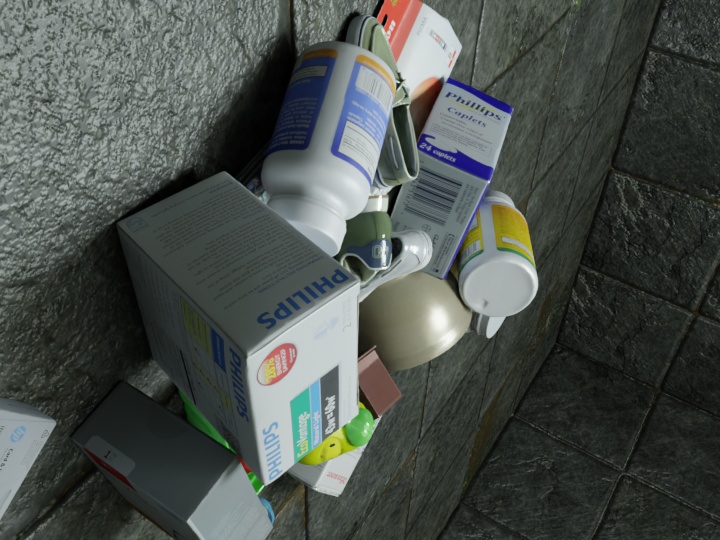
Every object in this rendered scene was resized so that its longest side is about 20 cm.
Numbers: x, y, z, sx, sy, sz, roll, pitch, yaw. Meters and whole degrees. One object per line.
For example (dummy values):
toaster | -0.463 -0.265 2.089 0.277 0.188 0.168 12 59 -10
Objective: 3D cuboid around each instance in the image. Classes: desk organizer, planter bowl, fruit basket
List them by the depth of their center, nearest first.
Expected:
fruit basket | -0.095 0.187 0.914 0.156 0.215 0.216 -49 153 -35
desk organizer | -0.046 0.185 1.042 0.200 0.077 0.072 -33 178 36
planter bowl | 0.049 0.033 1.128 0.200 0.199 0.135 -46 124 -39

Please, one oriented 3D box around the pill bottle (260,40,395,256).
pill bottle | -0.037 -0.120 0.779 0.112 0.111 0.201 62 40 -63

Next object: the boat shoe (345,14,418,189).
boat shoe | 0.031 -0.197 0.892 0.072 0.062 0.201 -23 107 -54

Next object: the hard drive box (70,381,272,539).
hard drive box | -0.188 0.224 0.801 0.077 0.155 0.201 -51 153 -28

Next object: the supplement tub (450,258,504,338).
supplement tub | 0.151 0.016 1.288 0.145 0.199 0.146 -48 152 -35

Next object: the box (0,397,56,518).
box | -0.334 0.159 0.556 0.157 0.041 0.200 -62 157 -8

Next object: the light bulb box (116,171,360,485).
light bulb box | -0.108 0.052 0.716 0.125 0.200 0.199 -32 144 -29

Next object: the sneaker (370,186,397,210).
sneaker | 0.006 -0.096 0.993 0.200 0.075 0.082 -32 141 -63

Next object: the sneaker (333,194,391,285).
sneaker | -0.016 -0.024 0.912 0.200 0.067 0.090 155 -73 -67

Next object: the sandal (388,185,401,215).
sandal | 0.026 -0.076 1.113 0.201 0.048 0.076 -52 155 -31

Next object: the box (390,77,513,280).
box | 0.117 -0.126 1.048 0.200 0.104 0.184 -65 177 -46

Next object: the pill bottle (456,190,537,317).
pill bottle | 0.200 -0.033 1.151 0.201 0.112 0.113 -85 -179 -53

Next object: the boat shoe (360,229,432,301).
boat shoe | 0.000 0.000 0.996 0.068 0.199 0.073 4 73 -49

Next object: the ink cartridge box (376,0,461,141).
ink cartridge box | 0.063 -0.268 1.001 0.163 0.050 0.200 -66 161 0

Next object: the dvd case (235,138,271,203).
dvd case | -0.105 -0.067 0.864 0.200 0.022 0.146 -53 155 -27

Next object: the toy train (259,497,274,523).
toy train | -0.189 0.443 1.137 0.116 0.084 0.201 -37 147 -73

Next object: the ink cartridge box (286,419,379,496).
ink cartridge box | -0.038 0.262 1.271 0.201 0.084 0.146 -62 158 -12
